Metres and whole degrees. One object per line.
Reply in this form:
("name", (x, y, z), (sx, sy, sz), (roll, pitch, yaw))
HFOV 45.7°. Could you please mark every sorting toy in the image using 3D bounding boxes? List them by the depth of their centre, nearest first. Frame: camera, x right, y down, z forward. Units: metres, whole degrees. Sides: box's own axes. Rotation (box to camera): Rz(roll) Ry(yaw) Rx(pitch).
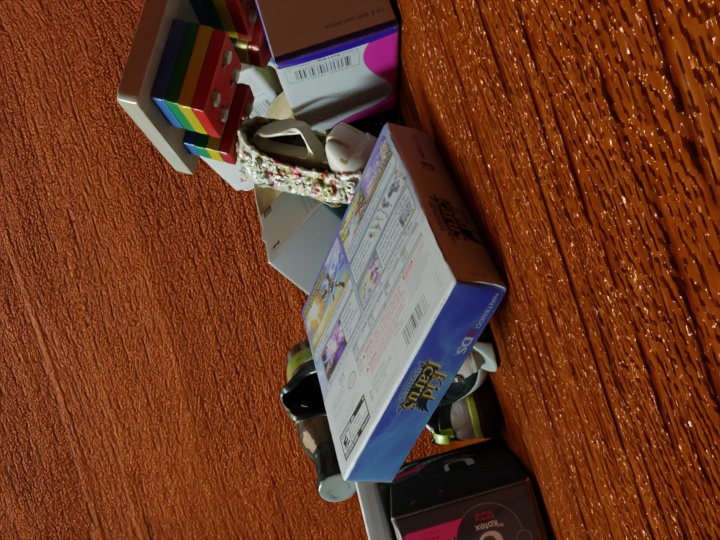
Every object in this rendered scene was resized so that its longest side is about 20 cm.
("sorting toy", (-0.129, -0.202, 0.767), (0.200, 0.069, 0.201), (78, -154, -80))

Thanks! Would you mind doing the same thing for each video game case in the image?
("video game case", (0.021, 0.024, 0.644), (0.182, 0.045, 0.201), (-109, 36, -46))
("video game case", (0.031, 0.257, 0.879), (0.182, 0.023, 0.202), (50, -156, -72))

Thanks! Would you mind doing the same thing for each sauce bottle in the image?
("sauce bottle", (-0.038, 0.156, 0.913), (0.201, 0.064, 0.065), (-111, 3, -53))

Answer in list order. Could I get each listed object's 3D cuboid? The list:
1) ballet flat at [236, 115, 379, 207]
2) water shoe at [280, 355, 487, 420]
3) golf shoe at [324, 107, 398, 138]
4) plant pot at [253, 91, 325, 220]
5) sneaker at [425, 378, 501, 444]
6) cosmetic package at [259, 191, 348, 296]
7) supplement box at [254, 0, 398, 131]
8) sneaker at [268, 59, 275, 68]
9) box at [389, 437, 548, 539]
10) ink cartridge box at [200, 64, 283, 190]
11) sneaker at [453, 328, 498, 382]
("ballet flat", (-0.033, -0.098, 0.741), (0.076, 0.198, 0.064), (-56, -37, -36))
("water shoe", (0.019, 0.106, 0.774), (0.079, 0.198, 0.072), (-35, -73, -58))
("golf shoe", (0.011, -0.118, 0.869), (0.095, 0.077, 0.202), (72, -178, -74))
("plant pot", (-0.059, -0.108, 0.976), (0.199, 0.027, 0.202), (8, 100, 50))
("sneaker", (0.079, 0.112, 0.863), (0.200, 0.082, 0.072), (-108, 1, -74))
("cosmetic package", (0.000, 0.000, 0.837), (0.200, 0.081, 0.113), (41, -169, -27))
("supplement box", (-0.028, -0.201, 0.738), (0.200, 0.100, 0.104), (76, 177, -82))
("sneaker", (-0.072, -0.292, 0.929), (0.080, 0.129, 0.202), (-103, -4, -63))
("box", (0.096, 0.233, 0.781), (0.200, 0.121, 0.107), (73, -179, -88))
("ink cartridge box", (-0.148, -0.201, 1.081), (0.200, 0.145, 0.087), (44, -146, -56))
("sneaker", (0.045, 0.004, 0.733), (0.074, 0.088, 0.201), (70, -176, -59))
